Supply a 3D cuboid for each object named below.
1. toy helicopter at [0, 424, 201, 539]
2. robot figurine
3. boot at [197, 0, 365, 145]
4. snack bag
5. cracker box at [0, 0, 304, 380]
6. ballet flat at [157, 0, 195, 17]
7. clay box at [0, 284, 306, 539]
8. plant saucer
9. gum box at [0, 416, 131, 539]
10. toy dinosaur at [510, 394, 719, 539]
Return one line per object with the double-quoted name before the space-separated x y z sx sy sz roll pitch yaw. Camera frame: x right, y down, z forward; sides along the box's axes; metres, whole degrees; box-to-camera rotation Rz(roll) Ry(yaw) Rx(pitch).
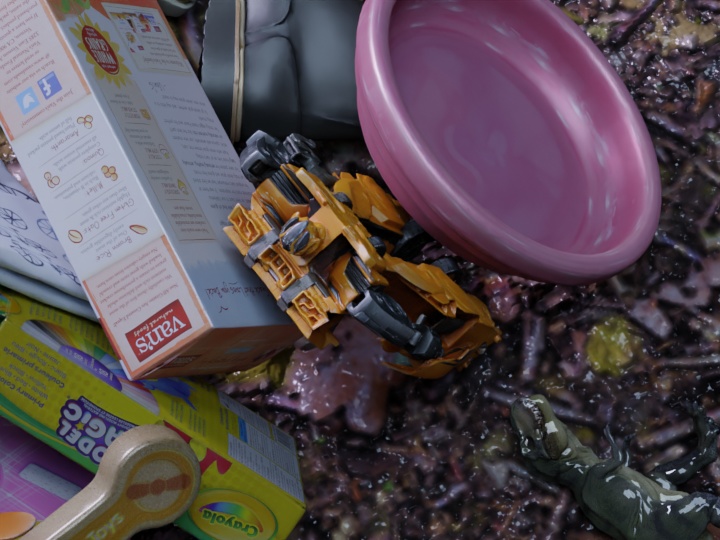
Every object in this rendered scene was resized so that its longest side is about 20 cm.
"toy helicopter" -0.159 0.137 1.145 0.200 0.132 0.079 -41 28 -10
"robot figurine" 0.000 0.000 1.273 0.058 0.200 0.145 -43 70 13
"boot" -0.017 -0.160 1.422 0.138 0.077 0.201 6 78 -5
"snack bag" -0.203 -0.044 1.276 0.021 0.188 0.200 -54 49 10
"cracker box" -0.109 -0.045 1.269 0.058 0.134 0.200 -32 78 19
"ballet flat" -0.130 -0.146 1.414 0.072 0.072 0.201 16 65 4
"clay box" -0.122 0.064 1.244 0.200 0.115 0.048 32 99 -11
"plant saucer" 0.072 -0.074 1.350 0.200 0.051 0.201 25 45 -29
"gum box" -0.222 0.122 1.213 0.199 0.066 0.114 3 32 -25
"toy dinosaur" 0.169 0.123 1.309 0.088 0.047 0.200 -45 75 -6
